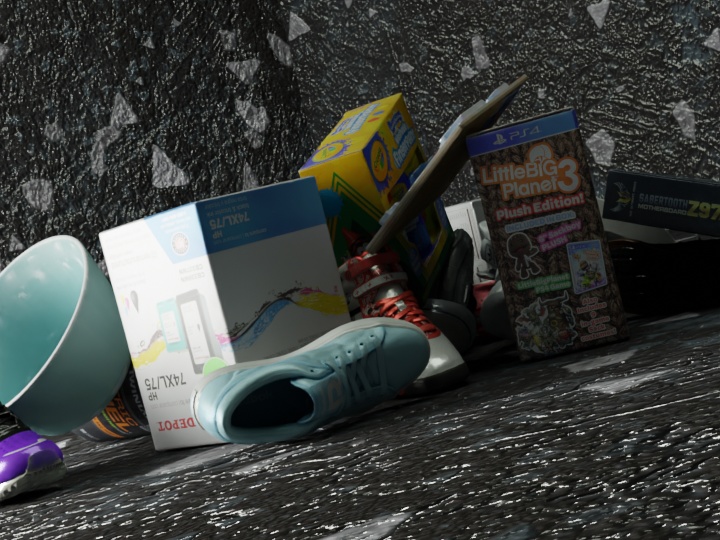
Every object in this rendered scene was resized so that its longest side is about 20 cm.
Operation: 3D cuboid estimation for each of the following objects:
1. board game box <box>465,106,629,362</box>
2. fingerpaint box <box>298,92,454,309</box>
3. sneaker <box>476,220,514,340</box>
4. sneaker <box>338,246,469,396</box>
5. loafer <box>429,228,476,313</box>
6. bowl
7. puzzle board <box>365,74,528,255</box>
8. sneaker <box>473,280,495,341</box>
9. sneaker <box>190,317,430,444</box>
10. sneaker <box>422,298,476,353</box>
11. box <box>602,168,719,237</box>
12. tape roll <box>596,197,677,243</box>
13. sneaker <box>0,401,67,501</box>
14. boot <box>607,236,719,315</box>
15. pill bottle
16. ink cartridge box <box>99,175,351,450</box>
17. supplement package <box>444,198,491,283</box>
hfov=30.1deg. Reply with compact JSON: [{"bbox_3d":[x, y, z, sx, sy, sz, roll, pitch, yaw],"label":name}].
[{"bbox_3d":[0.170,-0.033,1.206,0.096,0.202,0.159,-14,1,10],"label":"board game box"},{"bbox_3d":[0.023,-0.066,1.339,0.073,0.168,0.200,-16,17,19],"label":"fingerpaint box"},{"bbox_3d":[0.156,0.006,1.402,0.114,0.076,0.199,18,33,33],"label":"sneaker"},{"bbox_3d":[0.027,0.040,1.174,0.067,0.109,0.201,-15,11,-17],"label":"sneaker"},{"bbox_3d":[0.090,0.024,1.422,0.068,0.070,0.201,-37,15,31],"label":"loafer"},{"bbox_3d":[-0.295,0.078,1.297,0.200,0.202,0.105,-14,-39,41],"label":"bowl"},{"bbox_3d":[0.080,-0.103,1.225,0.151,0.017,0.200,-54,-6,30],"label":"puzzle board"},{"bbox_3d":[0.119,0.044,1.468,0.198,0.074,0.087,-16,6,-3],"label":"sneaker"},{"bbox_3d":[-0.027,0.094,1.031,0.198,0.075,0.082,-19,17,-17],"label":"sneaker"},{"bbox_3d":[0.017,0.082,1.313,0.198,0.074,0.071,-14,26,21],"label":"sneaker"},{"bbox_3d":[0.339,-0.058,1.273,0.157,0.052,0.199,10,5,32],"label":"box"},{"bbox_3d":[0.258,-0.029,1.515,0.201,0.037,0.203,16,-17,5],"label":"tape roll"},{"bbox_3d":[-0.319,0.143,1.138,0.069,0.100,0.199,-17,1,-37],"label":"sneaker"},{"bbox_3d":[0.307,0.005,1.305,0.199,0.076,0.096,0,0,42],"label":"boot"},{"bbox_3d":[-0.210,0.111,1.354,0.199,0.107,0.106,-14,0,40],"label":"pill bottle"},{"bbox_3d":[-0.110,0.039,1.178,0.146,0.202,0.145,-14,2,44],"label":"ink cartridge box"},{"bbox_3d":[0.206,-0.024,1.728,0.199,0.157,0.111,-14,2,-32],"label":"supplement package"}]
